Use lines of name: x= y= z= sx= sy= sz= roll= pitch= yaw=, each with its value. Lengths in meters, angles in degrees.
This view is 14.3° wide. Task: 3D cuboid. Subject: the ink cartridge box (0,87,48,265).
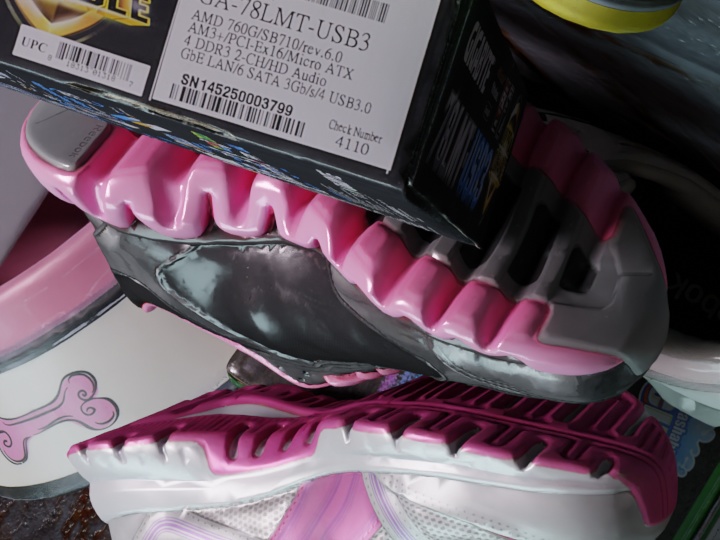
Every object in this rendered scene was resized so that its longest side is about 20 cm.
ink cartridge box: x=-0.157 y=-0.083 z=1.016 sx=0.083 sy=0.146 sz=0.200 roll=35 pitch=175 yaw=-26

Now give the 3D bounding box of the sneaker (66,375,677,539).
sneaker: x=0.008 y=0.078 z=0.829 sx=0.199 sy=0.089 sz=0.081 roll=-6 pitch=-171 yaw=40

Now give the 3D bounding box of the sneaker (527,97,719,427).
sneaker: x=0.051 y=-0.018 z=0.829 sx=0.199 sy=0.074 sz=0.089 roll=20 pitch=172 yaw=15

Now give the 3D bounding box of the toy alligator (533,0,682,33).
toy alligator: x=0.006 y=-0.093 z=0.411 sx=0.199 sy=0.059 sz=0.054 roll=31 pitch=-144 yaw=10

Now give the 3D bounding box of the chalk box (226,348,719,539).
chalk box: x=0.081 y=0.044 z=0.920 sx=0.199 sy=0.125 sz=0.124 roll=32 pitch=176 yaw=17

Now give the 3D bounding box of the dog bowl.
dog bowl: x=-0.084 y=-0.018 z=1.018 sx=0.074 sy=0.200 sz=0.200 roll=48 pitch=169 yaw=-25

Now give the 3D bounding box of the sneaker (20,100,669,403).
sneaker: x=0.000 y=0.000 z=0.795 sx=0.199 sy=0.079 sz=0.096 roll=21 pitch=142 yaw=31

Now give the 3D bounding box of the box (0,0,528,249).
box: x=-0.065 y=-0.060 z=0.647 sx=0.197 sy=0.050 sz=0.200 roll=20 pitch=180 yaw=7
